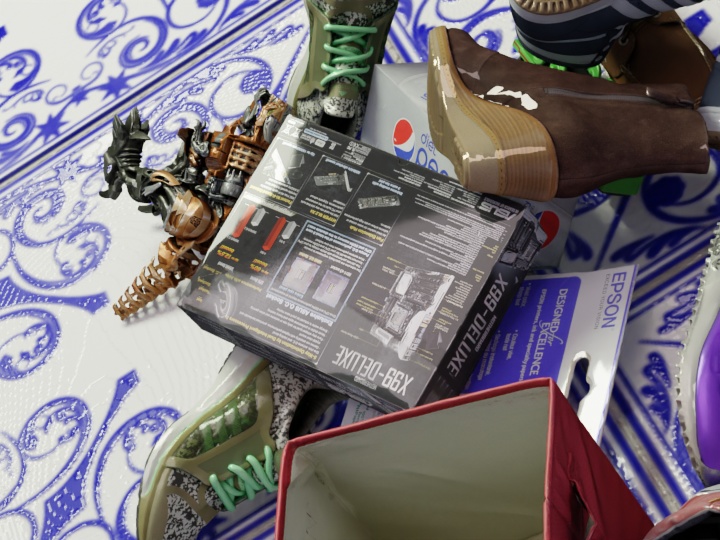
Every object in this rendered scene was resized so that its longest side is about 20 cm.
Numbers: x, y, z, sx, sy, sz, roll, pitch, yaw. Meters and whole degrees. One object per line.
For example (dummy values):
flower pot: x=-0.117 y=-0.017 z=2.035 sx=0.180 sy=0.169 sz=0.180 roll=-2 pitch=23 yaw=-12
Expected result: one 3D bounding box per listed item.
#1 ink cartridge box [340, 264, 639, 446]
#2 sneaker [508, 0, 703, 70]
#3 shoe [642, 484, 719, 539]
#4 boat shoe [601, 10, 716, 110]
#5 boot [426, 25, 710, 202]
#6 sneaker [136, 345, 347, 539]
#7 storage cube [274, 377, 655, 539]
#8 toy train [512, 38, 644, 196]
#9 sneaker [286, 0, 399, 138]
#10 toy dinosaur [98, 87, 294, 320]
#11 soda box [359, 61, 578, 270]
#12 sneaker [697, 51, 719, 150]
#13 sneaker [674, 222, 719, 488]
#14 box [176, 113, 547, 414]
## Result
ink cartridge box: x=0.082 y=0.092 z=1.477 sx=0.200 sy=0.043 sz=0.198 roll=-6 pitch=50 yaw=32
sneaker: x=0.198 y=-0.196 z=1.552 sx=0.200 sy=0.109 sz=0.070 roll=-11 pitch=71 yaw=-2
shoe: x=0.258 y=0.151 z=1.262 sx=0.200 sy=0.072 sz=0.091 roll=-8 pitch=6 yaw=33
boat shoe: x=0.196 y=-0.168 z=1.618 sx=0.072 sy=0.068 sz=0.200 roll=-37 pitch=43 yaw=-2
boot: x=0.134 y=-0.109 z=1.518 sx=0.166 sy=0.072 sz=0.200 roll=-5 pitch=34 yaw=-8
sneaker: x=-0.077 y=0.125 z=1.528 sx=0.089 sy=0.077 sz=0.200 roll=24 pitch=70 yaw=31
storage cube: x=0.066 y=0.195 z=1.292 sx=0.200 sy=0.180 sz=0.171 roll=-15 pitch=46 yaw=23
toy train: x=0.155 y=-0.118 z=1.611 sx=0.200 sy=0.042 sz=0.056 roll=-120 pitch=42 yaw=-53
sneaker: x=-0.008 y=-0.153 z=1.657 sx=0.077 sy=0.200 sz=0.089 roll=0 pitch=45 yaw=-8
toy dinosaur: x=-0.131 y=-0.056 z=1.711 sx=0.200 sy=0.102 sz=0.136 roll=-43 pitch=50 yaw=-9
soda box: x=0.074 y=-0.077 z=1.600 sx=0.063 sy=0.068 sz=0.200 roll=-5 pitch=32 yaw=-28
sneaker: x=0.313 y=-0.126 z=1.471 sx=0.200 sy=0.070 sz=0.109 roll=9 pitch=83 yaw=41
sneaker: x=0.258 y=0.045 z=1.388 sx=0.099 sy=0.070 sz=0.200 roll=1 pitch=55 yaw=26
box: x=0.000 y=0.000 z=1.498 sx=0.200 sy=0.050 sz=0.158 roll=22 pitch=76 yaw=28
